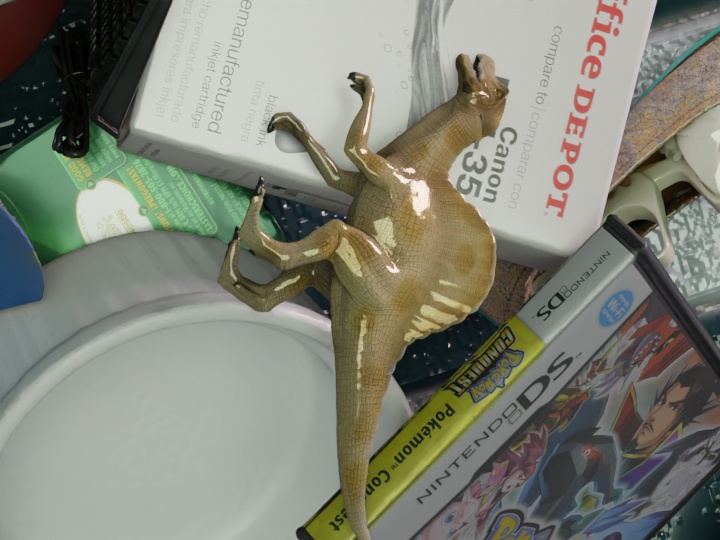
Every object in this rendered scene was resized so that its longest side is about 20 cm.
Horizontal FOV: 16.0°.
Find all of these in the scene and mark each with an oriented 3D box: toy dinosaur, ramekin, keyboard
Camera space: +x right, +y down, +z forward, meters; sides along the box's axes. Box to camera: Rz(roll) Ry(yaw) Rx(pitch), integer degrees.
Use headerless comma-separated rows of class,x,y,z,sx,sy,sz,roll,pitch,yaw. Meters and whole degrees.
toy dinosaur,0.000,0.000,0.979,0.100,0.058,0.201,18,83,-6
ramekin,-0.083,0.081,1.078,0.199,0.098,0.202,-10,120,-18
keyboard,-0.103,-0.110,1.055,0.020,0.200,0.128,18,114,-14

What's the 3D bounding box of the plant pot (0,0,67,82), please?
plant pot,-0.215,-0.157,1.051,0.199,0.177,0.202,0,94,-4

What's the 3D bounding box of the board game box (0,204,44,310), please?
board game box,-0.216,-0.034,1.026,0.158,0.199,0.039,38,55,-35

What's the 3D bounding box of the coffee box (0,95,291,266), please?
coffee box,-0.137,0.006,1.131,0.199,0.044,0.123,-35,94,-2

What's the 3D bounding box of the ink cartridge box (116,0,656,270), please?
ink cartridge box,0.014,-0.096,1.058,0.199,0.083,0.148,15,86,-9

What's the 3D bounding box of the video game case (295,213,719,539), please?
video game case,0.080,0.087,1.089,0.181,0.200,0.025,-45,56,-1

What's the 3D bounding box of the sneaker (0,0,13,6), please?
sneaker,-0.183,-0.121,0.929,0.199,0.079,0.079,-19,94,-4

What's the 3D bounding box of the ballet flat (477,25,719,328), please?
ballet flat,0.133,-0.037,1.134,0.200,0.068,0.067,-39,53,5
